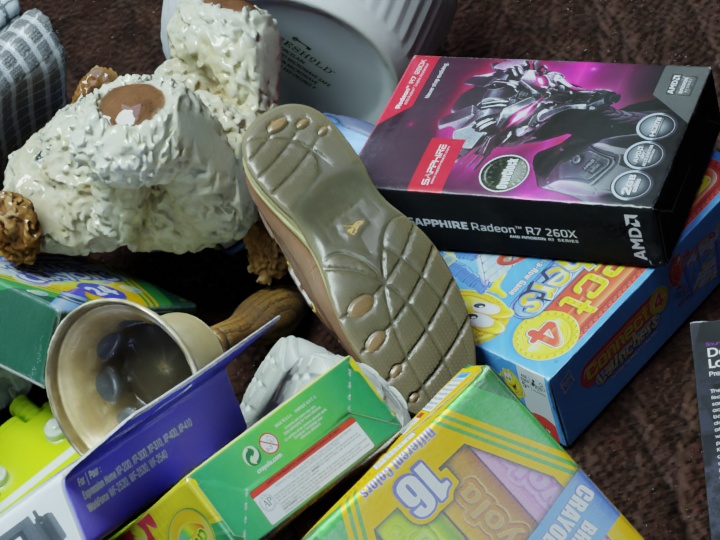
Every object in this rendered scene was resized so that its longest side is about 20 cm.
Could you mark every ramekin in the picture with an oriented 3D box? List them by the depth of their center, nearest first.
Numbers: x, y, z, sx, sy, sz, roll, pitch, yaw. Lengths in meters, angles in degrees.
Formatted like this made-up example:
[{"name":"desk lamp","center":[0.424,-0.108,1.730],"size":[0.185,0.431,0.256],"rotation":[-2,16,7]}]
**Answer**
[{"name":"ramekin","center":[-0.041,-0.164,1.359],"size":[0.201,0.203,0.095],"rotation":[0,55,22]}]

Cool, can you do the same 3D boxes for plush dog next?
[{"name":"plush dog","center":[-0.137,-0.061,1.251],"size":[0.170,0.162,0.200],"rotation":[-6,28,26]}]

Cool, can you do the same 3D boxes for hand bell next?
[{"name":"hand bell","center":[-0.085,0.041,1.204],"size":[0.103,0.105,0.200],"rotation":[6,17,27]}]

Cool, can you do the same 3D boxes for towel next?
[{"name":"towel","center":[-0.271,-0.080,1.364],"size":[0.085,0.200,0.166],"rotation":[39,68,10]}]

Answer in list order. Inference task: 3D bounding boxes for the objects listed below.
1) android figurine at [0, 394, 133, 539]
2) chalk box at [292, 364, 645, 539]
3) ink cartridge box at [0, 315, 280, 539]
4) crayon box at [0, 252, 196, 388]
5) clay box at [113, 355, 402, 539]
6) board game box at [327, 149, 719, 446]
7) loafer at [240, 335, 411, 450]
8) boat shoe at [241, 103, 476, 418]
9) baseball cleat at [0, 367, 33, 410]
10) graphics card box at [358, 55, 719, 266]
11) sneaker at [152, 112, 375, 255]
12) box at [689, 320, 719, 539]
[{"name":"android figurine","center":[-0.164,0.136,1.190],"size":[0.182,0.041,0.200],"rotation":[-38,45,-19]},{"name":"chalk box","center":[0.078,0.157,0.956],"size":[0.124,0.200,0.124],"rotation":[-43,0,-4]},{"name":"ink cartridge box","center":[-0.133,0.112,1.014],"size":[0.200,0.044,0.198],"rotation":[-38,-1,22]},{"name":"crayon box","center":[-0.217,0.013,1.274],"size":[0.199,0.052,0.125],"rotation":[21,12,33]},{"name":"clay box","center":[-0.073,0.123,0.998],"size":[0.115,0.200,0.048],"rotation":[-35,84,-38]},{"name":"board game box","center":[0.105,-0.013,1.231],"size":[0.195,0.056,0.200],"rotation":[23,56,39]},{"name":"loafer","center":[-0.021,0.078,1.110],"size":[0.070,0.069,0.200],"rotation":[-62,12,-3]},{"name":"boat shoe","center":[-0.001,0.000,1.166],"size":[0.072,0.068,0.201],"rotation":[-29,74,-16]},{"name":"baseball cleat","center":[-0.291,0.045,1.318],"size":[0.198,0.070,0.107],"rotation":[-3,43,18]},{"name":"graphics card box","center":[0.101,-0.067,1.211],"size":[0.198,0.051,0.126],"rotation":[7,47,27]},{"name":"sneaker","center":[-0.061,-0.049,1.331],"size":[0.198,0.074,0.083],"rotation":[-5,48,24]},{"name":"box","center":[0.250,0.096,1.070],"size":[0.142,0.036,0.201],"rotation":[-9,43,12]}]
